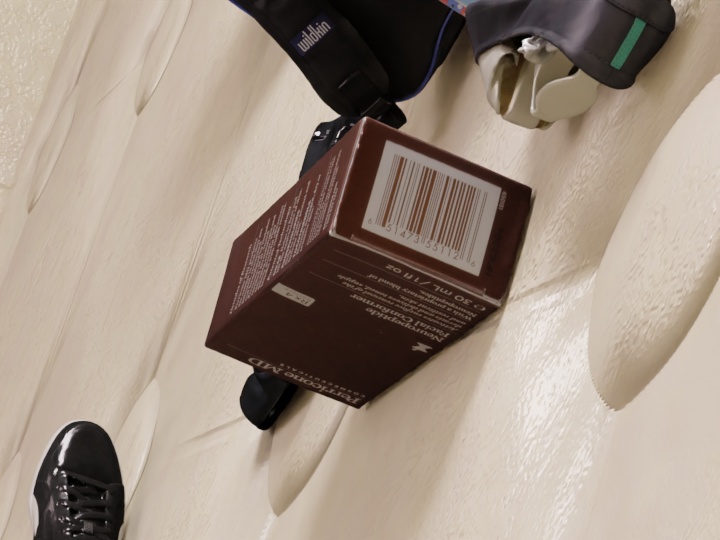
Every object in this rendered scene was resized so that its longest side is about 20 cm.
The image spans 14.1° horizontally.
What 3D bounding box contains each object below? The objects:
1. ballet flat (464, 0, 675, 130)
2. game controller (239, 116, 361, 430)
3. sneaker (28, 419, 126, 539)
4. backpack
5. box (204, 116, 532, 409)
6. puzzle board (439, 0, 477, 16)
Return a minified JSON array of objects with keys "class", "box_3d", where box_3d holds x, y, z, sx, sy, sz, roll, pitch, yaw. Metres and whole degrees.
[{"class":"ballet flat","box_3d":[0.091,-0.104,1.414,0.073,0.073,0.200,-69,16,-7]},{"class":"game controller","box_3d":[-0.033,0.000,1.805,0.104,0.042,0.201,107,178,-61]},{"class":"sneaker","box_3d":[-0.187,0.189,2.028,0.112,0.073,0.201,143,139,-58]},{"class":"backpack","box_3d":[-0.005,-0.217,1.697,0.200,0.190,0.154,-61,-1,24]},{"class":"box","box_3d":[0.000,0.000,1.527,0.200,0.100,0.075,140,149,-63]},{"class":"puzzle board","box_3d":[0.038,-0.236,1.585,0.151,0.200,0.017,-63,-18,20]}]
